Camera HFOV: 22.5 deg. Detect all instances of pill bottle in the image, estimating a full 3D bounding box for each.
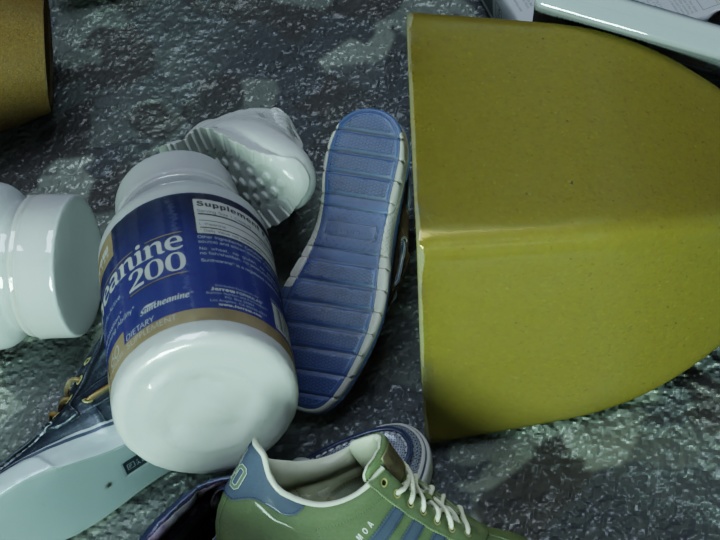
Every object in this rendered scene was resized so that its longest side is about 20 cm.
[{"bbox_3d":[-0.284,-0.003,1.237,0.198,0.115,0.115,0,51,13],"label":"pill bottle"},{"bbox_3d":[-0.104,0.017,1.108,0.110,0.112,0.201,-15,40,0],"label":"pill bottle"}]

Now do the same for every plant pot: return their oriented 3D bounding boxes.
[{"bbox_3d":[-0.332,-0.162,1.354,0.197,0.187,0.188,-3,49,-5],"label":"plant pot"},{"bbox_3d":[0.131,-0.029,1.118,0.197,0.197,0.196,-2,50,1],"label":"plant pot"}]

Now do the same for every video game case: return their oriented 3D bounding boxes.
[{"bbox_3d":[0.208,-0.144,1.176,0.198,0.182,0.023,16,92,4],"label":"video game case"}]

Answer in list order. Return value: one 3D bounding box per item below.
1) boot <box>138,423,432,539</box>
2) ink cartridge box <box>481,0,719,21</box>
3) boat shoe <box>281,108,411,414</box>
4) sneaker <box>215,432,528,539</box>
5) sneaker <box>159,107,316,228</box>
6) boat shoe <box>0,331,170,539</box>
[{"bbox_3d":[-0.041,0.142,1.073,0.199,0.091,0.073,-38,52,-18],"label":"boot"},{"bbox_3d":[0.197,-0.213,1.346,0.198,0.057,0.163,-15,49,-10],"label":"ink cartridge box"},{"bbox_3d":[0.000,0.000,1.188,0.072,0.072,0.202,14,81,22],"label":"boat shoe"},{"bbox_3d":[0.016,0.137,1.015,0.198,0.091,0.067,5,12,-16],"label":"sneaker"},{"bbox_3d":[-0.071,-0.081,1.234,0.080,0.077,0.200,-29,19,-20],"label":"sneaker"},{"bbox_3d":[-0.173,0.100,1.159,0.199,0.071,0.091,-27,49,-18],"label":"boat shoe"}]
